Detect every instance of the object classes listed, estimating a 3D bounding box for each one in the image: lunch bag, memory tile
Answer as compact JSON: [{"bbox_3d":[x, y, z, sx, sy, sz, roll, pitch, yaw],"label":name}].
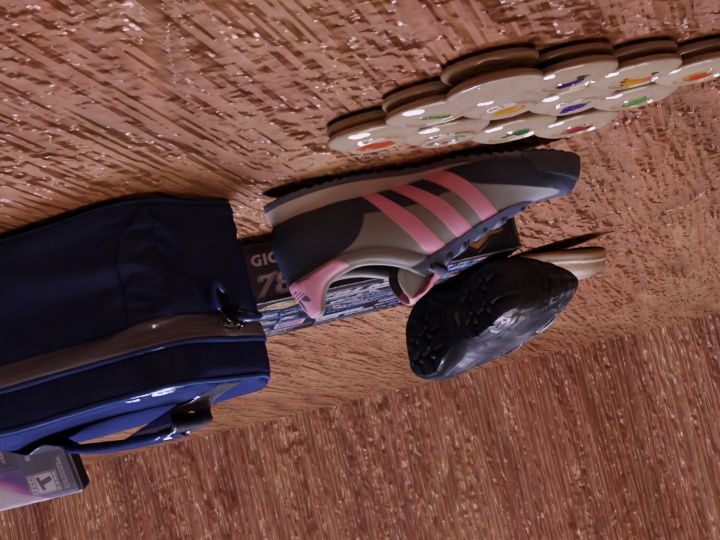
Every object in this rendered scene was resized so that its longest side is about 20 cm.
[{"bbox_3d":[-0.147,0.041,1.257,0.200,0.133,0.136,-16,173,26],"label":"lunch bag"},{"bbox_3d":[0.094,-0.091,1.127,0.200,0.017,0.153,-7,171,-39],"label":"memory tile"}]

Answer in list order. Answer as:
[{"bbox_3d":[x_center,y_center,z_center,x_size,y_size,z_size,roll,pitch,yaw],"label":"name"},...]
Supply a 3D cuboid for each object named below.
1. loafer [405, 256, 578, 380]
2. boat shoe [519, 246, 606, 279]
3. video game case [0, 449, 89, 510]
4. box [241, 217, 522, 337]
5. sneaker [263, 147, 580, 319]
[{"bbox_3d":[0.091,0.037,1.556,0.070,0.068,0.201,-2,165,-23],"label":"loafer"},{"bbox_3d":[0.148,0.024,1.951,0.071,0.065,0.200,-6,171,-44],"label":"boat shoe"},{"bbox_3d":[-0.303,0.109,1.494,0.199,0.143,0.019,-15,-166,16],"label":"video game case"},{"bbox_3d":[0.000,0.000,1.549,0.199,0.050,0.199,-13,172,-9],"label":"box"},{"bbox_3d":[0.044,-0.023,1.306,0.199,0.082,0.070,-12,173,-9],"label":"sneaker"}]
